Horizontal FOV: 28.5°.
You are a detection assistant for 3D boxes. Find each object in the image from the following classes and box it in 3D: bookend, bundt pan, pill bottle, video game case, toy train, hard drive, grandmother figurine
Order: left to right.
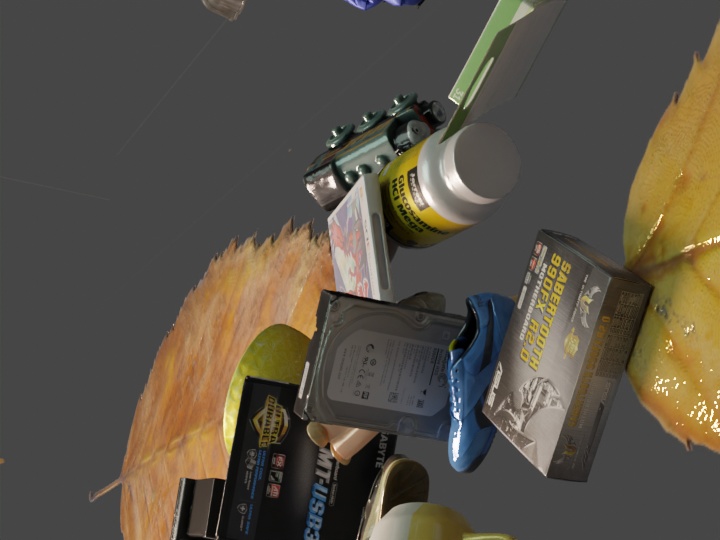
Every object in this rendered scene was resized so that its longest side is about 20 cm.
[{"bbox_3d":[-0.266,-0.603,2.816,0.202,0.075,0.204,-168,90,-68],"label":"bundt pan"},{"bbox_3d":[-0.117,0.323,1.820,0.200,0.197,0.093,159,122,-64],"label":"bookend"},{"bbox_3d":[0.000,0.000,1.686,0.200,0.023,0.184,135,129,-72],"label":"video game case"},{"bbox_3d":[0.018,-0.147,1.775,0.199,0.085,0.114,-23,23,36],"label":"toy train"},{"bbox_3d":[0.039,0.147,1.634,0.200,0.121,0.061,-40,37,21],"label":"grandmother figurine"},{"bbox_3d":[0.037,0.107,1.539,0.038,0.198,0.141,26,103,65],"label":"hard drive"},{"bbox_3d":[0.097,-0.098,1.607,0.200,0.111,0.114,152,126,-63],"label":"pill bottle"}]

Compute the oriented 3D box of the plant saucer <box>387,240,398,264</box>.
[{"bbox_3d":[0.016,-0.069,1.903,0.200,0.034,0.202,-168,90,-67],"label":"plant saucer"}]

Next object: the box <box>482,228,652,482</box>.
[{"bbox_3d":[0.194,0.079,1.365,0.158,0.048,0.202,-134,57,-65],"label":"box"}]

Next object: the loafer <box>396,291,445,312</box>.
[{"bbox_3d":[0.056,0.074,1.701,0.070,0.069,0.200,56,161,4],"label":"loafer"}]

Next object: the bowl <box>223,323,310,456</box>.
[{"bbox_3d":[-0.086,0.181,1.904,0.107,0.200,0.202,14,94,27],"label":"bowl"}]

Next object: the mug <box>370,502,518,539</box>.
[{"bbox_3d":[0.080,0.327,1.459,0.150,0.185,0.154,75,-160,-57],"label":"mug"}]

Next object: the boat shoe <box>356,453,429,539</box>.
[{"bbox_3d":[0.033,0.310,1.638,0.065,0.073,0.202,-137,63,-78],"label":"boat shoe"}]

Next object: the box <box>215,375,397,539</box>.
[{"bbox_3d":[-0.062,0.242,1.721,0.050,0.196,0.202,167,115,-87],"label":"box"}]

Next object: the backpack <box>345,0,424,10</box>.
[{"bbox_3d":[0.042,-0.432,1.850,0.163,0.167,0.200,-59,-3,33],"label":"backpack"}]

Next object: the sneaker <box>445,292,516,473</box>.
[{"bbox_3d":[0.114,0.118,1.509,0.066,0.078,0.202,-136,58,-62],"label":"sneaker"}]

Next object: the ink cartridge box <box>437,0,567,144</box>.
[{"bbox_3d":[0.139,-0.226,1.497,0.200,0.048,0.146,-33,-24,-52],"label":"ink cartridge box"}]
